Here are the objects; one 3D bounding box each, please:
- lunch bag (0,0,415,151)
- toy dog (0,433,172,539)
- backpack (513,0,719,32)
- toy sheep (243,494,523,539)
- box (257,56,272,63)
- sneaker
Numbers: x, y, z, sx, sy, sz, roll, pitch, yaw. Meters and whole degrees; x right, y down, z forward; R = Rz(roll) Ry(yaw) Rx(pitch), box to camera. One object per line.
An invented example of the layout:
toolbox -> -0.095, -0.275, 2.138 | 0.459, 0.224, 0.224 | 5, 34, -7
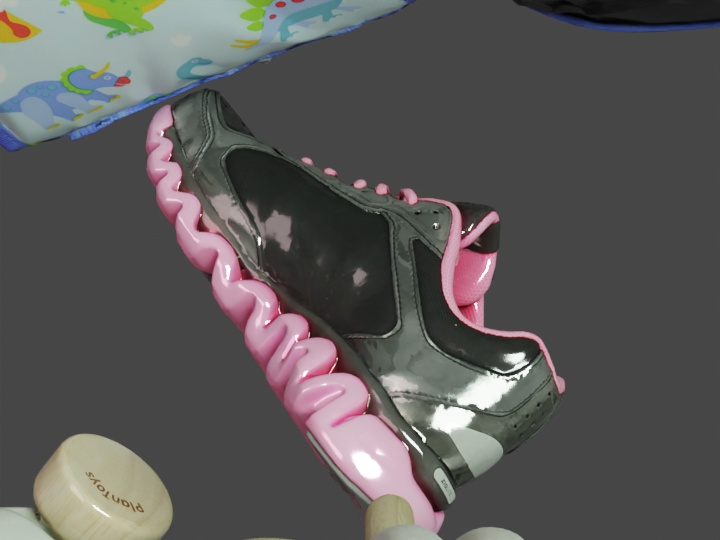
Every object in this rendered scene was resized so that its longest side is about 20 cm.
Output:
lunch bag -> -0.089, -0.144, 0.947 | 0.169, 0.201, 0.128 | -18, 31, 20
toy dog -> -0.130, 0.127, 0.968 | 0.096, 0.199, 0.132 | 44, 132, 23
backpack -> 0.106, -0.160, 0.841 | 0.199, 0.183, 0.148 | -6, 50, 37
toy sheep -> 0.036, 0.139, 0.823 | 0.138, 0.199, 0.138 | -59, 7, 11
box -> -0.089, -0.188, 1.044 | 0.199, 0.050, 0.158 | 28, 96, 13
sneaker -> 0.000, 0.000, 0.964 | 0.095, 0.079, 0.200 | -36, 53, 0
